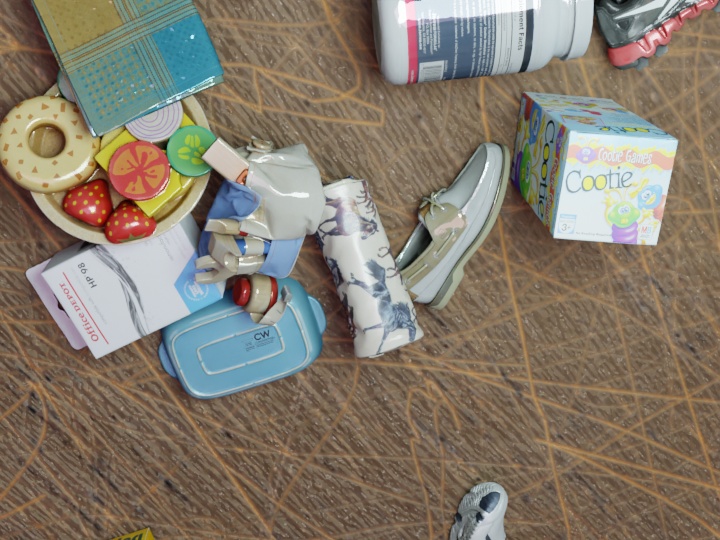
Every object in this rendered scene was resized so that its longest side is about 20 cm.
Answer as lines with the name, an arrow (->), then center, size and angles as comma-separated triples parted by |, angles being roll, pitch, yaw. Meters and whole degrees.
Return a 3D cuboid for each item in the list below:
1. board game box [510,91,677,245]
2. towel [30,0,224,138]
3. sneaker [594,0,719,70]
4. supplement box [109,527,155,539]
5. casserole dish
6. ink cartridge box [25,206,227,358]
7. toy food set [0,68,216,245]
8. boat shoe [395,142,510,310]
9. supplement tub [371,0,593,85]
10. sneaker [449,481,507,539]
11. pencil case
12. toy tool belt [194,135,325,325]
board game box -> 0.226, -0.108, 0.986 | 0.104, 0.200, 0.103 | 4, 110, -4
towel -> -0.237, -0.249, 0.965 | 0.146, 0.022, 0.201 | -25, 93, -9
sneaker -> 0.321, -0.296, 0.991 | 0.200, 0.071, 0.098 | -37, 110, 11
supplement box -> -0.279, 0.439, 1.204 | 0.108, 0.110, 0.201 | -18, 111, 3
casserole dish -> -0.135, 0.083, 1.121 | 0.199, 0.039, 0.122 | -18, 111, 2
ink cartridge box -> -0.261, 0.015, 1.073 | 0.199, 0.067, 0.116 | -26, 110, 6
toy food set -> -0.247, -0.126, 0.996 | 0.198, 0.049, 0.200 | -44, 86, -10
boat shoe -> 0.096, -0.052, 1.066 | 0.068, 0.075, 0.201 | 19, 109, -16
supplement tub -> 0.112, -0.259, 0.956 | 0.199, 0.140, 0.141 | -6, 110, -1
sneaker -> 0.177, 0.354, 1.217 | 0.129, 0.080, 0.200 | 13, 109, -9
pencil case -> 0.000, 0.000, 1.054 | 0.078, 0.089, 0.201 | -23, 96, -22
toy tool belt -> -0.125, -0.042, 1.007 | 0.122, 0.125, 0.201 | 6, 124, -27
